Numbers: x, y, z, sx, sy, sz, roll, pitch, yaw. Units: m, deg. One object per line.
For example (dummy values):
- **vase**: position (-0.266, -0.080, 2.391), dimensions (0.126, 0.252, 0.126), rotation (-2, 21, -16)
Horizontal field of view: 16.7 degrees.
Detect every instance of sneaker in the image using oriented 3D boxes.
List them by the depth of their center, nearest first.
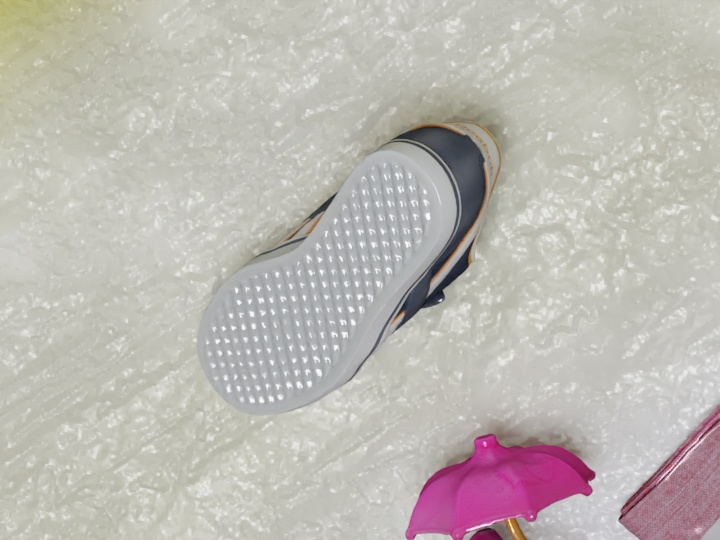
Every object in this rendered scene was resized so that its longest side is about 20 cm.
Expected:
- **sneaker**: position (0.000, 0.000, 1.189), dimensions (0.079, 0.079, 0.200), rotation (53, 131, 5)

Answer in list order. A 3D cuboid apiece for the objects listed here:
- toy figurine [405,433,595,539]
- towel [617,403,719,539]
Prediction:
- **toy figurine**: position (0.091, 0.173, 1.176), dimensions (0.184, 0.150, 0.201), rotation (48, 124, 24)
- **towel**: position (0.243, 0.136, 1.183), dimensions (0.200, 0.023, 0.144), rotation (42, 107, 2)
